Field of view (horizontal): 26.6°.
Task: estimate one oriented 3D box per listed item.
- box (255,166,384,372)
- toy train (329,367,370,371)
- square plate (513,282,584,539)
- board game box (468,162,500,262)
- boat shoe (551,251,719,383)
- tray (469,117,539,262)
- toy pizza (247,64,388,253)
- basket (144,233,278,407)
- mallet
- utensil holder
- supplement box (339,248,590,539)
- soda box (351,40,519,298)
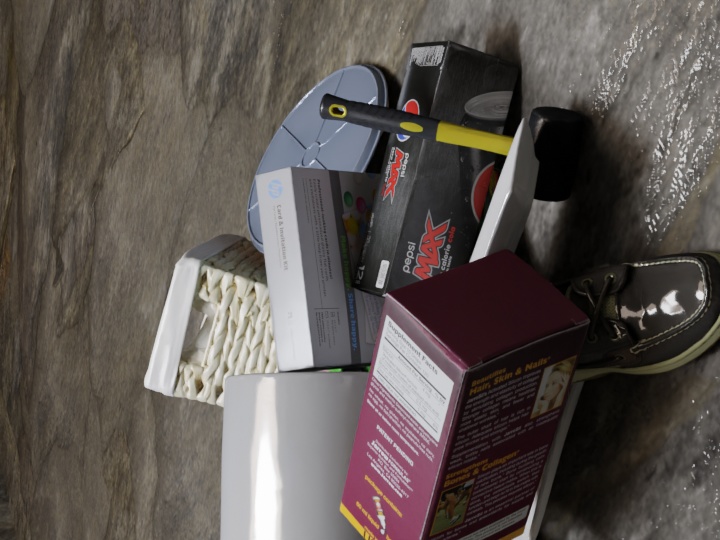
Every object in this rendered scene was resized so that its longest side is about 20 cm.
[{"bbox_3d":[0.000,0.000,1.242,0.041,0.199,0.157,-10,83,35],"label":"box"},{"bbox_3d":[-0.010,0.065,1.327,0.056,0.041,0.202,159,116,-69],"label":"toy train"},{"bbox_3d":[0.108,0.098,1.163,0.200,0.028,0.200,26,101,62],"label":"square plate"},{"bbox_3d":[0.081,0.023,1.194,0.105,0.023,0.201,-44,40,50],"label":"board game box"},{"bbox_3d":[0.159,0.033,1.007,0.200,0.066,0.072,-23,63,53],"label":"boat shoe"},{"bbox_3d":[0.089,0.001,1.077,0.108,0.022,0.201,-70,-2,-57],"label":"tray"},{"bbox_3d":[-0.035,-0.100,1.411,0.200,0.032,0.201,-39,34,33],"label":"toy pizza"},{"bbox_3d":[-0.111,0.052,1.470,0.200,0.123,0.137,-39,-35,-78],"label":"basket"},{"bbox_3d":[0.067,-0.110,1.116,0.041,0.199,0.066,-42,-30,-65],"label":"mallet"},{"bbox_3d":[-0.028,0.182,1.186,0.170,0.169,0.202,163,108,-66],"label":"utensil holder"},{"bbox_3d":[0.066,0.100,1.017,0.086,0.110,0.201,43,137,36],"label":"supplement box"},{"bbox_3d":[0.058,-0.072,1.183,0.063,0.070,0.202,13,88,65],"label":"soda box"}]
